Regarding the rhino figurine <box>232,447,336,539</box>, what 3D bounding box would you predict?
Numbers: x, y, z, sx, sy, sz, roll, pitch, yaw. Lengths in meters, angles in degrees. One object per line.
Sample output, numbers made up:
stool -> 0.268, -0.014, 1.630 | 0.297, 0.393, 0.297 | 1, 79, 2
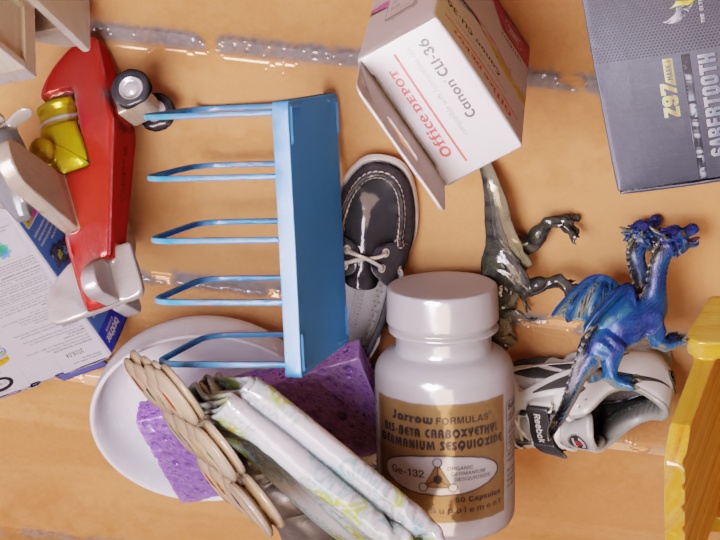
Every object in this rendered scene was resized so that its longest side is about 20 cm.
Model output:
rhino figurine -> -0.052, 0.183, 1.372 | 0.087, 0.060, 0.200 | -29, 119, 15

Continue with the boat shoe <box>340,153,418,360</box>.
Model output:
boat shoe -> 0.000, 0.000, 1.345 | 0.074, 0.060, 0.200 | 16, 124, -3

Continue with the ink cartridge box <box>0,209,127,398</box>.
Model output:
ink cartridge box -> -0.292, 0.024, 1.394 | 0.136, 0.076, 0.200 | -20, 117, 21

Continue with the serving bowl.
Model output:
serving bowl -> -0.132, 0.110, 1.425 | 0.200, 0.066, 0.200 | -1, 129, -2

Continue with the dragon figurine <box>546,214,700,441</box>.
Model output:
dragon figurine -> 0.194, 0.040, 1.294 | 0.200, 0.059, 0.100 | -38, 113, -13

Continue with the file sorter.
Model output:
file sorter -> -0.087, -0.031, 1.253 | 0.122, 0.139, 0.201 | 0, 98, 13

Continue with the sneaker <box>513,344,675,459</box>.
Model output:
sneaker -> 0.166, 0.119, 1.373 | 0.200, 0.089, 0.074 | -21, 121, 15

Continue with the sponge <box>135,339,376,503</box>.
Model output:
sponge -> -0.078, 0.130, 1.384 | 0.200, 0.030, 0.112 | -16, 130, 10

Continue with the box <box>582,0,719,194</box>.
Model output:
box -> 0.252, -0.160, 1.209 | 0.157, 0.051, 0.200 | -7, 122, 14

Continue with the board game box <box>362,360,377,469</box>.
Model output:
board game box -> 0.002, 0.171, 1.479 | 0.120, 0.032, 0.200 | 22, 124, -1

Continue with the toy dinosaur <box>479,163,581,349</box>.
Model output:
toy dinosaur -> 0.133, -0.009, 1.331 | 0.088, 0.047, 0.200 | 3, 120, 14

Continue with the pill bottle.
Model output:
pill bottle -> 0.068, 0.108, 1.331 | 0.114, 0.114, 0.201 | 0, 105, 8

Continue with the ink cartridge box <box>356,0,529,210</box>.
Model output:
ink cartridge box -> 0.061, -0.143, 1.158 | 0.067, 0.200, 0.117 | -27, 116, 23

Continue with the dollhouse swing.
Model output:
dollhouse swing -> 0.335, 0.151, 1.328 | 0.181, 0.176, 0.200 | -1, 122, 9

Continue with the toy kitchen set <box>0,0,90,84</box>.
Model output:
toy kitchen set -> -0.312, -0.218, 1.197 | 0.180, 0.201, 0.163 | -9, 163, 14

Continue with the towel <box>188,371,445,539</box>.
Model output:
towel -> -0.040, 0.151, 1.247 | 0.200, 0.171, 0.048 | 40, 79, -11

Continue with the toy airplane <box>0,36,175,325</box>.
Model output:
toy airplane -> -0.226, -0.055, 1.261 | 0.141, 0.199, 0.200 | 2, 124, 11

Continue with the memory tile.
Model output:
memory tile -> -0.123, 0.130, 1.253 | 0.017, 0.200, 0.153 | -37, 100, -13
